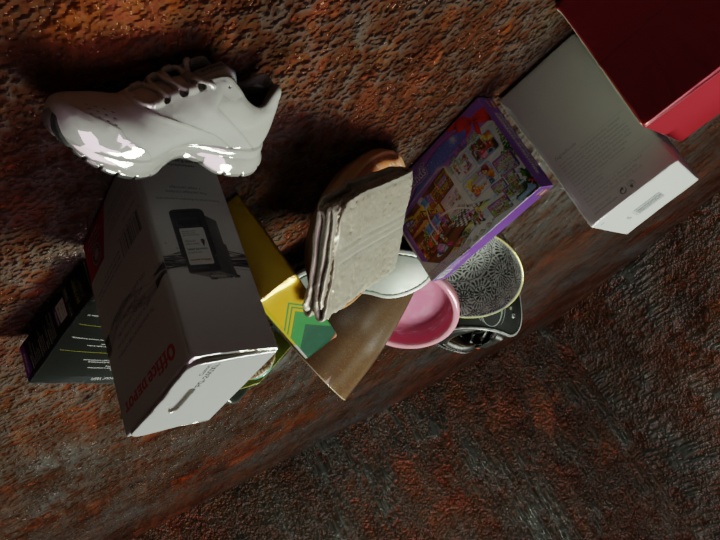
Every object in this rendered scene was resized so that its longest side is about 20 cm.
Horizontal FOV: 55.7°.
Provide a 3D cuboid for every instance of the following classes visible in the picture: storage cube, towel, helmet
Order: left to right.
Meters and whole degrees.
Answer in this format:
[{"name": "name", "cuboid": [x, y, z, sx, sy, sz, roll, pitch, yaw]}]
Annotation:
[{"name": "towel", "cuboid": [0.000, -0.035, 0.740, 0.200, 0.034, 0.134, -31, 137, -59]}, {"name": "helmet", "cuboid": [0.216, 0.049, 1.330, 0.198, 0.193, 0.200, 2, 156, 1]}, {"name": "storage cube", "cuboid": [0.346, -0.265, 0.714, 0.180, 0.172, 0.199, -40, 161, 33]}]

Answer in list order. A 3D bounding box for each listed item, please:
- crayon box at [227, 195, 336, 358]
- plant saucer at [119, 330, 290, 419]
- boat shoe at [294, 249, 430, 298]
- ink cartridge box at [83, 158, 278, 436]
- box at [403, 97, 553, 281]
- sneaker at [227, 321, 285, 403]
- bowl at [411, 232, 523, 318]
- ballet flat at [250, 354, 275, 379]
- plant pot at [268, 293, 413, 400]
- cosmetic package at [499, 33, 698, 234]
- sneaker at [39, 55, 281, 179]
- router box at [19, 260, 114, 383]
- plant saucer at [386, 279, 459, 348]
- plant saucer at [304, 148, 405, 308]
[{"name": "crayon box", "cuboid": [-0.100, 0.005, 0.746, 0.051, 0.127, 0.200, -35, 152, -5]}, {"name": "plant saucer", "cuboid": [-0.213, 0.131, 0.952, 0.198, 0.048, 0.200, -16, -174, 9]}, {"name": "boat shoe", "cuboid": [0.000, 0.000, 0.946, 0.198, 0.076, 0.060, -4, -159, -6]}, {"name": "ink cartridge box", "cuboid": [-0.166, 0.021, 0.596, 0.083, 0.201, 0.145, -1, 148, -41]}, {"name": "box", "cuboid": [0.128, -0.098, 0.866, 0.039, 0.138, 0.200, -12, 155, -48]}, {"name": "sneaker", "cuboid": [-0.200, 0.141, 1.123, 0.107, 0.068, 0.201, -2, -151, 34]}, {"name": "bowl", "cuboid": [0.183, -0.021, 1.180, 0.201, 0.200, 0.095, -45, -162, 39]}, {"name": "ballet flat", "cuboid": [-0.147, 0.024, 0.677, 0.070, 0.200, 0.066, -30, 140, -17]}, {"name": "plant pot", "cuboid": [-0.016, 0.058, 1.041, 0.200, 0.187, 0.187, -44, 163, -5]}, {"name": "cosmetic package", "cuboid": [0.310, -0.166, 0.873, 0.123, 0.201, 0.199, -41, 160, 26]}, {"name": "sneaker", "cuboid": [-0.140, -0.122, 0.508, 0.199, 0.075, 0.087, -17, 147, -55]}, {"name": "router box", "cuboid": [-0.252, 0.067, 0.771, 0.149, 0.051, 0.199, -45, 148, 24]}, {"name": "plant saucer", "cuboid": [0.073, 0.051, 1.176, 0.201, 0.199, 0.051, -46, -160, 40]}, {"name": "plant saucer", "cuboid": [-0.008, -0.051, 0.811, 0.200, 0.037, 0.201, -49, 153, -35]}]
